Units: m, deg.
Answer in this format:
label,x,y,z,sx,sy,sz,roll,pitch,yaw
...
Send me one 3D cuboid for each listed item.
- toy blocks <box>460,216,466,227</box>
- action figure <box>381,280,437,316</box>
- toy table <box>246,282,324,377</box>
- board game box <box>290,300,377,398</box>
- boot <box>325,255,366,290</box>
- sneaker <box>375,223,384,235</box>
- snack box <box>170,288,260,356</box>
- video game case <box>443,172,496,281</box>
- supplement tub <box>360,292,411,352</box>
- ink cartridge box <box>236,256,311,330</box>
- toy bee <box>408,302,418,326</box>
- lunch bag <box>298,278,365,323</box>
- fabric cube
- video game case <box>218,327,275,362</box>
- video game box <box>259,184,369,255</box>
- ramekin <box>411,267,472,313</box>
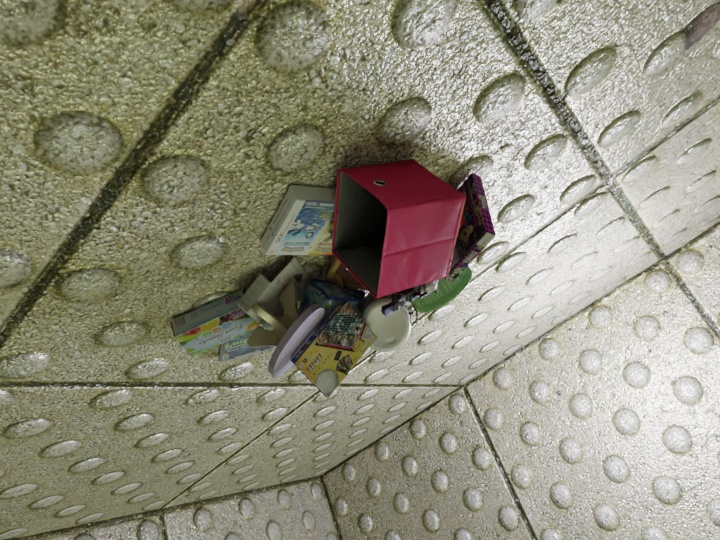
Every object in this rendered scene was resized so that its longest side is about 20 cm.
label,x,y,z,sx,sy,sz,roll,pitch,yaw
toy blocks,0.170,-0.089,1.308,0.198,0.137,0.101,-38,124,-6
action figure,0.088,0.014,1.230,0.199,0.189,0.108,-34,131,-46
toy table,-0.190,0.142,1.330,0.201,0.116,0.185,-49,159,-13
board game box,-0.064,0.197,1.361,0.201,0.034,0.136,-48,114,-16
boot,0.000,0.000,1.383,0.161,0.075,0.201,14,158,-7
sneaker,0.015,-0.078,1.320,0.086,0.075,0.201,-26,153,-3
snack box,-0.369,0.137,1.389,0.195,0.054,0.143,-24,154,-8
video game case,0.252,-0.107,1.340,0.035,0.205,0.182,15,137,-21
supplement tub,0.068,0.129,1.520,0.142,0.148,0.200,-28,-171,7
ink cartridge box,-0.211,0.057,1.377,0.178,0.044,0.201,-51,160,-10
toy bee,0.129,0.028,1.359,0.106,0.207,0.130,14,169,-27
lunch bag,-0.080,0.126,1.475,0.197,0.127,0.174,9,111,-49
fabric cube,0.072,-0.096,1.128,0.194,0.196,0.206,-13,127,-29
video game case,-0.313,0.198,1.580,0.194,0.024,0.184,-11,149,-26
video game box,-0.103,-0.106,1.204,0.195,0.048,0.183,-2,147,-38
ramekin,0.209,0.017,1.531,0.197,0.099,0.201,-33,-164,10
